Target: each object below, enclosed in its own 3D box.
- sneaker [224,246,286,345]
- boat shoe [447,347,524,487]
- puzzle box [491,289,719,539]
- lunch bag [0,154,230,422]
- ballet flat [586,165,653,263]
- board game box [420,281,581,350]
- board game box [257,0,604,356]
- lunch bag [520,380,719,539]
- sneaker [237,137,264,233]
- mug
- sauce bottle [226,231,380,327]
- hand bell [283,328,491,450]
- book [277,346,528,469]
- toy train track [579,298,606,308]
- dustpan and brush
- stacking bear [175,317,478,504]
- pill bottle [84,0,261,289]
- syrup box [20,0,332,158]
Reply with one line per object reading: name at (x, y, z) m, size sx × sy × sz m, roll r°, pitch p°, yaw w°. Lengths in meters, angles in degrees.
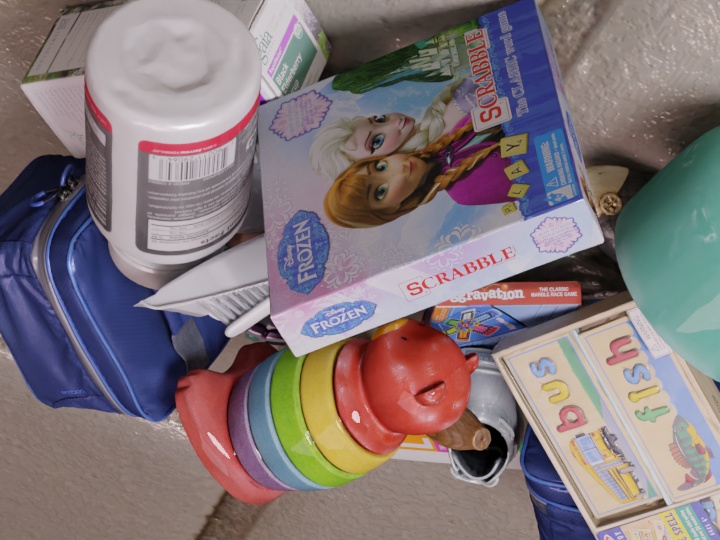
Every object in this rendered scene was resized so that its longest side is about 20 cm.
sneaker at (-0.103, -0.009, 1.556) m, size 0.199 × 0.075 × 0.088 m, roll 21°, pitch 141°, yaw 4°
boat shoe at (0.089, 0.128, 1.557) m, size 0.070 × 0.072 × 0.201 m, roll 8°, pitch 155°, yaw 8°
puzzle box at (0.192, 0.115, 1.397) m, size 0.133 × 0.025 × 0.201 m, roll -23°, pitch 105°, yaw 33°
lunch bag at (-0.184, 0.005, 1.471) m, size 0.132 × 0.136 × 0.201 m, roll 4°, pitch 134°, yaw 34°
ballet flat at (0.227, -0.005, 1.358) m, size 0.200 × 0.067 × 0.057 m, roll 37°, pitch -171°, yaw -2°
board game box at (0.095, 0.041, 1.471) m, size 0.102 × 0.020 × 0.200 m, roll -2°, pitch 166°, yaw -4°
board game box at (0.035, -0.061, 1.232) m, size 0.198 × 0.201 × 0.041 m, roll -21°, pitch 131°, yaw 12°
lunch bag at (0.224, 0.146, 1.510) m, size 0.199 × 0.136 × 0.133 m, roll 4°, pitch 143°, yaw 21°
sneaker at (-0.049, -0.088, 1.408) m, size 0.199 × 0.071 × 0.080 m, roll -23°, pitch 139°, yaw 35°
mug at (0.260, -0.025, 1.277) m, size 0.152 × 0.185 × 0.114 m, roll 45°, pitch 128°, yaw 0°
sauce bottle at (-0.055, -0.024, 1.513) m, size 0.199 × 0.065 × 0.065 m, roll 26°, pitch 146°, yaw -5°
hand bell at (0.033, 0.096, 1.486) m, size 0.104 × 0.104 × 0.200 m, roll 47°, pitch 164°, yaw -33°
book at (0.040, 0.111, 1.668) m, size 0.199 × 0.048 × 0.134 m, roll 2°, pitch 142°, yaw 22°
toy train track at (0.197, 0.020, 1.465) m, size 0.199 × 0.033 × 0.115 m, roll 0°, pitch 148°, yaw 38°
dustpan and brush at (-0.037, 0.000, 1.348) m, size 0.199 × 0.057 × 0.140 m, roll -32°, pitch 168°, yaw 11°
stacking bear at (-0.011, 0.091, 1.414) m, size 0.199 × 0.121 × 0.114 m, roll -19°, pitch 93°, yaw 36°
pill bottle at (-0.123, -0.075, 1.298) m, size 0.110 × 0.111 × 0.200 m, roll 19°, pitch 146°, yaw 5°
syrup box at (-0.127, -0.139, 1.382) m, size 0.199 × 0.079 × 0.082 m, roll -4°, pitch 138°, yaw 33°
